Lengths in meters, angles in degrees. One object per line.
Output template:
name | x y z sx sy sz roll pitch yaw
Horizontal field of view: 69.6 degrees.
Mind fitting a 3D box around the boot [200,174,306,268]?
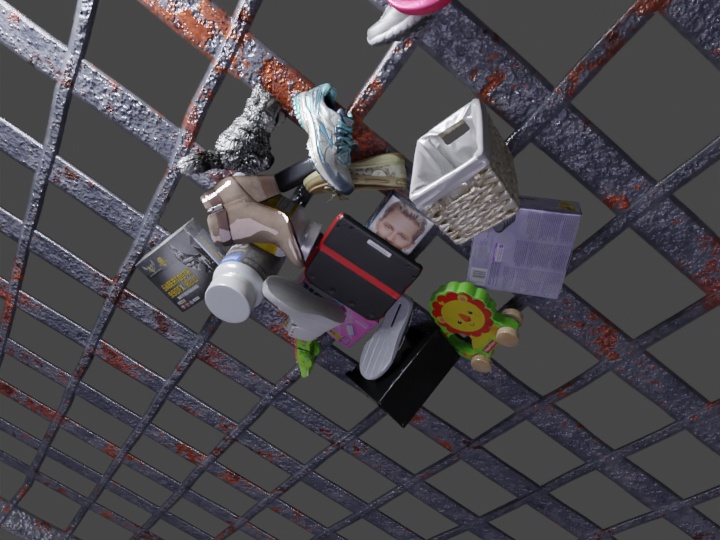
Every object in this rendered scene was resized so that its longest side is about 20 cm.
boot | -0.197 -0.076 0.938 0.144 0.070 0.204 -21 85 -6

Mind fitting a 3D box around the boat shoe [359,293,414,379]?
boat shoe | 0.068 0.147 1.121 0.072 0.071 0.203 33 101 27

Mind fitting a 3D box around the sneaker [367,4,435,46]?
sneaker | 0.083 -0.415 0.768 0.198 0.075 0.083 -32 97 26

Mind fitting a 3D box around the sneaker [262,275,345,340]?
sneaker | -0.140 0.090 1.069 0.198 0.075 0.115 30 130 -33

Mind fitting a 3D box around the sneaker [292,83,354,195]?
sneaker | -0.047 -0.227 0.879 0.085 0.077 0.203 -26 79 20

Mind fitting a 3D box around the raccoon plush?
raccoon plush | -0.218 -0.242 0.905 0.096 0.198 0.136 34 134 30

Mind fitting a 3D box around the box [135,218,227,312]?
box | -0.399 -0.007 1.197 0.198 0.049 0.159 -27 115 30

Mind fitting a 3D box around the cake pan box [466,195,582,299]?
cake pan box | 0.300 -0.042 0.979 0.180 0.053 0.203 8 127 12

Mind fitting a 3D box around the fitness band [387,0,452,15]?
fitness band | 0.083 -0.456 0.699 0.141 0.037 0.205 4 98 25

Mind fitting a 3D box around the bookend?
bookend | 0.089 0.218 1.182 0.092 0.199 0.199 46 168 -21

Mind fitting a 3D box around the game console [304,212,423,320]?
game console | 0.000 0.000 1.032 0.198 0.031 0.178 32 121 -11

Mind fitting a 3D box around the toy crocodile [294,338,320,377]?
toy crocodile | -0.133 0.170 1.242 0.060 0.068 0.203 12 125 13

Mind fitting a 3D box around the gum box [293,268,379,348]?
gum box | -0.054 0.074 1.149 0.199 0.067 0.113 39 125 -14

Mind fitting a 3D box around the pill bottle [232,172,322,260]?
pill bottle | -0.179 -0.099 1.030 0.197 0.113 0.113 28 128 -6

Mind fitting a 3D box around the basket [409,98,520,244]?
basket | 0.170 -0.158 0.839 0.134 0.202 0.123 -29 119 31

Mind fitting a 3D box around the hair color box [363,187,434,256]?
hair color box | 0.054 -0.065 1.024 0.099 0.061 0.201 31 127 -9

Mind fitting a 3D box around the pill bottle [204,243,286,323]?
pill bottle | -0.233 0.006 1.064 0.111 0.201 0.116 7 127 10

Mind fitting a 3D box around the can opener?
can opener | -0.092 -0.213 0.974 0.197 0.053 0.068 -20 86 27

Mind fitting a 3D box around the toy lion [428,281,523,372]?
toy lion | 0.225 0.110 1.081 0.189 0.069 0.201 27 142 3

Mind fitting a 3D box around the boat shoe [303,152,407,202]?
boat shoe | -0.012 -0.163 0.948 0.196 0.073 0.064 -10 87 19
